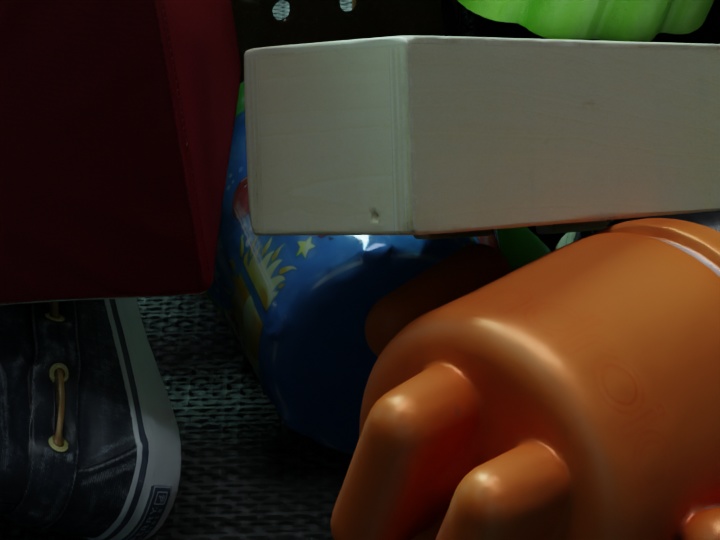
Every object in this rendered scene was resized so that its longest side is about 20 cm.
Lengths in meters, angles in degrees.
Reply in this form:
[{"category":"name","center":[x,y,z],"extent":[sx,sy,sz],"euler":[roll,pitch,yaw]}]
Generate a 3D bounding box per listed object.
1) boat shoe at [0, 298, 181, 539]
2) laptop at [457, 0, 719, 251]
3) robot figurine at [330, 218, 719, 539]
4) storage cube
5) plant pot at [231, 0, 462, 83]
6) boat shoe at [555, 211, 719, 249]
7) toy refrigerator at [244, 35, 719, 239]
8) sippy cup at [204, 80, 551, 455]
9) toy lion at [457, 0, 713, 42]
[{"category":"boat shoe","center":[-0.134,0.011,0.804],"extent":[0.090,0.071,0.201],"euler":[13,35,-37]},{"category":"laptop","center":[0.132,-0.087,0.998],"extent":[0.198,0.179,0.103],"euler":[-4,21,-9]},{"category":"robot figurine","center":[0.080,0.051,0.739],"extent":[0.143,0.118,0.199],"euler":[-3,16,44]},{"category":"storage cube","center":[-0.138,-0.106,0.767],"extent":[0.169,0.181,0.201],"euler":[-5,31,4]},{"category":"plant pot","center":[-0.052,-0.114,1.003],"extent":[0.199,0.202,0.198],"euler":[-10,14,-22]},{"category":"boat shoe","center":[0.167,-0.015,0.912],"extent":[0.199,0.065,0.072],"euler":[-2,54,-37]},{"category":"toy refrigerator","center":[0.054,-0.045,0.780],"extent":[0.076,0.071,0.199],"euler":[0,4,41]},{"category":"sippy cup","center":[0.000,0.000,0.866],"extent":[0.176,0.140,0.131],"euler":[-16,33,-1]},{"category":"toy lion","center":[0.080,-0.166,0.886],"extent":[0.192,0.069,0.199],"euler":[42,45,24]}]
